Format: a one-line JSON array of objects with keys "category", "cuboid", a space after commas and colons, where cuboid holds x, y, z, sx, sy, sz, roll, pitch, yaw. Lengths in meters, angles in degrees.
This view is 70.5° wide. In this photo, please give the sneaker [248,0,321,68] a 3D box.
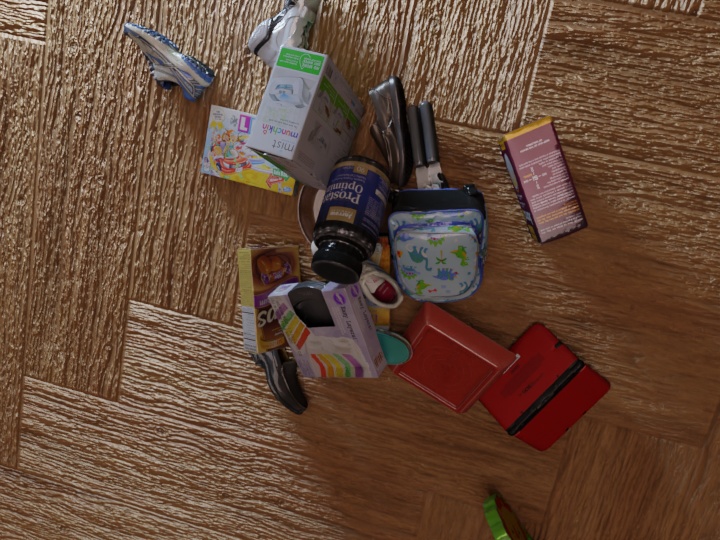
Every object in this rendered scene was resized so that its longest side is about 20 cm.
[{"category": "sneaker", "cuboid": [-0.108, -0.446, 0.951, 0.199, 0.075, 0.115, -38, 93, 18]}]

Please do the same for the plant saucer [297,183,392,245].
[{"category": "plant saucer", "cuboid": [-0.025, -0.119, 1.012, 0.197, 0.037, 0.204, 1, 99, 8]}]

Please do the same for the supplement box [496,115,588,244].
[{"category": "supplement box", "cuboid": [0.322, -0.160, 0.912, 0.085, 0.110, 0.202, -20, 96, 12]}]

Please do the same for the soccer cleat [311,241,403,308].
[{"category": "soccer cleat", "cuboid": [0.000, 0.000, 0.930, 0.199, 0.086, 0.070, 35, 90, -12]}]

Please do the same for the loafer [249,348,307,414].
[{"category": "loafer", "cuboid": [-0.163, 0.209, 1.074, 0.072, 0.073, 0.201, -32, 95, 8]}]

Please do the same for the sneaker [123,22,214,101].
[{"category": "sneaker", "cuboid": [-0.390, -0.406, 1.001, 0.199, 0.077, 0.086, 36, 107, 2]}]

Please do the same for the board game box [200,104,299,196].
[{"category": "board game box", "cuboid": [-0.212, -0.240, 1.021, 0.197, 0.034, 0.136, 14, 101, 6]}]

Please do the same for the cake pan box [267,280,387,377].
[{"category": "cake pan box", "cuboid": [-0.062, 0.108, 0.957, 0.182, 0.052, 0.202, -6, 114, 30]}]

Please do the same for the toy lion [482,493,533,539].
[{"category": "toy lion", "cuboid": [0.317, 0.551, 1.019, 0.068, 0.193, 0.200, -35, 133, 13]}]

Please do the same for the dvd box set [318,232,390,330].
[{"category": "dvd box set", "cuboid": [-0.012, 0.023, 1.011, 0.144, 0.029, 0.203, 2, 113, 5]}]

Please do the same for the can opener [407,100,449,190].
[{"category": "can opener", "cuboid": [0.128, -0.214, 0.966, 0.052, 0.066, 0.203, -9, 93, 30]}]

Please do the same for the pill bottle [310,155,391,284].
[{"category": "pill bottle", "cuboid": [-0.019, -0.085, 0.875, 0.110, 0.112, 0.202, 12, 66, 6]}]

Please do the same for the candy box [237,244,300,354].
[{"category": "candy box", "cuboid": [-0.176, 0.054, 1.014, 0.056, 0.116, 0.203, 3, 98, 46]}]

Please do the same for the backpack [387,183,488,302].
[{"category": "backpack", "cuboid": [0.140, -0.032, 0.925, 0.180, 0.148, 0.202, -1, 129, 15]}]

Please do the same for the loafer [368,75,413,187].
[{"category": "loafer", "cuboid": [0.055, -0.257, 0.965, 0.070, 0.073, 0.203, -5, 94, 20]}]

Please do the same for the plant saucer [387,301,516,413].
[{"category": "plant saucer", "cuboid": [0.165, 0.184, 0.992, 0.199, 0.037, 0.201, 32, 128, 4]}]

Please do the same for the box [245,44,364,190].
[{"category": "box", "cuboid": [-0.086, -0.252, 0.892, 0.096, 0.200, 0.179, 20, 91, 18]}]

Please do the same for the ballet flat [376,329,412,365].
[{"category": "ballet flat", "cuboid": [0.018, 0.150, 1.026, 0.197, 0.071, 0.070, -3, 91, 25]}]

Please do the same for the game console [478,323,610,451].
[{"category": "game console", "cuboid": [0.360, 0.236, 1.023, 0.201, 0.118, 0.173, -50, 59, 13]}]
